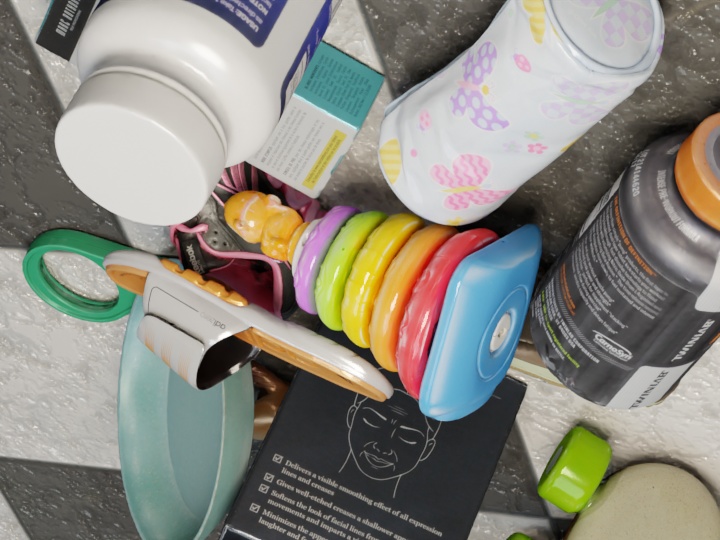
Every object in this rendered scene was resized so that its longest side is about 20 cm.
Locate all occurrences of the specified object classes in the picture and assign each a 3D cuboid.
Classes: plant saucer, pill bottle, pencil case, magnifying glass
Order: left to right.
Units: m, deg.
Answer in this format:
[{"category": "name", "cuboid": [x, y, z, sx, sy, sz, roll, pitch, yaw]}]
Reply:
[{"category": "magnifying glass", "cuboid": [-0.149, 0.003, 1.700, 0.199, 0.022, 0.080, 1, 136, 32]}, {"category": "plant saucer", "cuboid": [-0.114, 0.093, 1.642, 0.036, 0.201, 0.200, 1, 151, -25]}, {"category": "pill bottle", "cuboid": [-0.088, -0.127, 1.358, 0.119, 0.201, 0.120, 16, 142, 13]}, {"category": "pencil case", "cuboid": [0.087, -0.101, 1.385, 0.090, 0.083, 0.200, 28, 144, -14]}, {"category": "pill bottle", "cuboid": [0.181, -0.009, 1.421, 0.106, 0.107, 0.200, 28, 143, -4]}]

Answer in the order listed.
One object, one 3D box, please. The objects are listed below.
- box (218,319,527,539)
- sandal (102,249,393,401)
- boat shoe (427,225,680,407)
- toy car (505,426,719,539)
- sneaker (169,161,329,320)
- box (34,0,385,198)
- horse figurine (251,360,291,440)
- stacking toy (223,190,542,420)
[{"category": "box", "cuboid": [0.002, 0.146, 1.631, 0.148, 0.201, 0.107, 25, 144, 2]}, {"category": "sandal", "cuboid": [-0.080, 0.049, 1.509, 0.206, 0.059, 0.079, 24, 168, 19]}, {"category": "boat shoe", "cuboid": [0.104, 0.040, 1.562, 0.199, 0.072, 0.076, 28, 159, -1]}, {"category": "toy car", "cuboid": [0.171, 0.211, 1.703, 0.164, 0.158, 0.200, 31, 172, -2]}, {"category": "sneaker", "cuboid": [-0.097, -0.044, 1.552, 0.200, 0.096, 0.079, 44, 141, -21]}, {"category": "box", "cuboid": [-0.092, -0.128, 1.484, 0.199, 0.049, 0.082, 30, 143, -5]}, {"category": "horse figurine", "cuboid": [-0.057, 0.129, 1.764, 0.132, 0.050, 0.200, -18, 120, 27]}, {"category": "stacking toy", "cuboid": [0.000, 0.000, 1.480, 0.199, 0.116, 0.110, 24, 114, 21]}]
